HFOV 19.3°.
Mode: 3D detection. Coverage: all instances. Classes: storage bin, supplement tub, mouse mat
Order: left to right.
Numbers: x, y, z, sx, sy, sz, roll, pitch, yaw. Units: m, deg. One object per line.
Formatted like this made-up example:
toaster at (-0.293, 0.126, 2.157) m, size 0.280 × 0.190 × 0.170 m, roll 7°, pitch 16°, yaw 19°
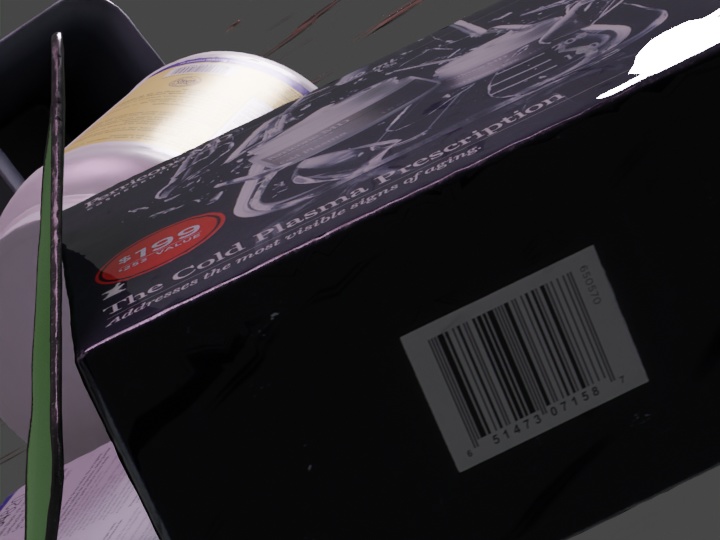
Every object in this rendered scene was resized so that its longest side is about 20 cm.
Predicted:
mouse mat at (-0.091, 0.055, 0.604) m, size 0.007 × 0.201 × 0.162 m, roll 1°, pitch 46°, yaw -9°
storage bin at (-0.158, -0.052, 1.308) m, size 0.145 × 0.200 × 0.134 m, roll -39°, pitch 3°, yaw -26°
supplement tub at (-0.085, -0.006, 0.980) m, size 0.145 × 0.146 × 0.200 m, roll -29°, pitch 12°, yaw 26°

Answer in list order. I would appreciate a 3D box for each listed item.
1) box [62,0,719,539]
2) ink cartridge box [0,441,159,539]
box at (0.022, 0.003, 0.612) m, size 0.199 × 0.105 × 0.182 m, roll -25°, pitch 15°, yaw -4°
ink cartridge box at (-0.076, 0.099, 0.771) m, size 0.199 × 0.041 × 0.200 m, roll -28°, pitch 13°, yaw 23°
